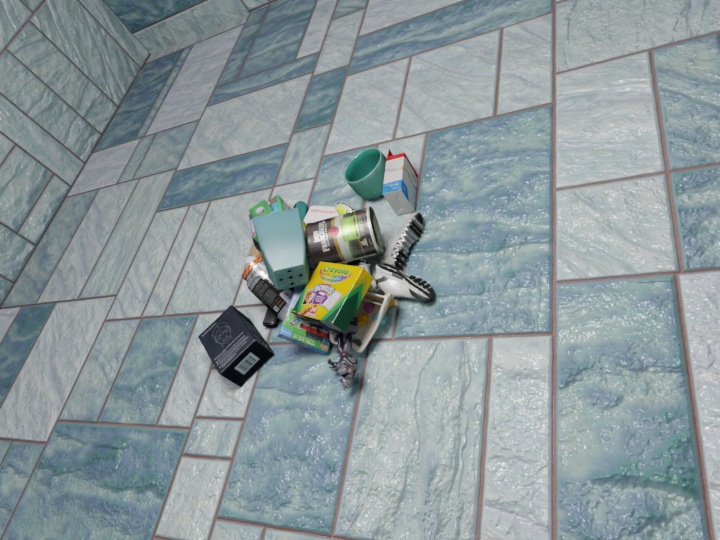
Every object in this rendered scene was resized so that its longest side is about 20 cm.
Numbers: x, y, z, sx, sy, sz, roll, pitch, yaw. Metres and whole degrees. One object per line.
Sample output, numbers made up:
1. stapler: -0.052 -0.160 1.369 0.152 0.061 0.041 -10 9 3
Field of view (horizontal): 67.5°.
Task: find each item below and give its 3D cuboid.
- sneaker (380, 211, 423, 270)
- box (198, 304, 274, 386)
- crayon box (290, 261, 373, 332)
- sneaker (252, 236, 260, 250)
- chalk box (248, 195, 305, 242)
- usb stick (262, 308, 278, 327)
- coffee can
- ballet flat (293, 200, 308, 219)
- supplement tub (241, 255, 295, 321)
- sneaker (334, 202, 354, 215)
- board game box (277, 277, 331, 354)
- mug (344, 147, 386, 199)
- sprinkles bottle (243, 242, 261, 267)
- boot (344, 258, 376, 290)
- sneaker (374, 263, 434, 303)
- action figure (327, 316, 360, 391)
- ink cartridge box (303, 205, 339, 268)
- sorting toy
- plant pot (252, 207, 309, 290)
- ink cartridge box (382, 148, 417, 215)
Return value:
1. sneaker: 0.125 -0.096 1.636 0.081 0.075 0.200 10 63 46
2. box: -0.391 0.233 1.685 0.148 0.107 0.200 -44 47 -3
3. crayon box: -0.080 0.068 1.485 0.200 0.058 0.173 8 64 50
4. sneaker: -0.307 -0.081 1.844 0.075 0.079 0.200 -26 66 -24
5. chalk box: -0.267 -0.140 1.702 0.125 0.200 0.124 -32 46 12
6. usb stick: -0.270 0.095 1.763 0.055 0.033 0.200 -4 56 31
7. coffee can: -0.046 -0.096 1.609 0.200 0.146 0.147 -14 51 11
8. ballet flat: -0.220 -0.153 1.895 0.073 0.073 0.200 -13 51 24
9. supplement tub: -0.264 0.054 1.667 0.200 0.123 0.123 43 84 4
10. sneaker: -0.020 -0.136 1.706 0.076 0.075 0.200 -44 74 2
11. board game box: -0.141 0.128 1.589 0.037 0.151 0.200 -46 24 58
12. mug: 0.042 -0.329 1.816 0.152 0.114 0.185 -6 51 40
13. sprinkles bottle: -0.351 -0.092 1.927 0.068 0.068 0.200 -2 57 31
14. boot: 0.000 0.000 1.611 0.090 0.073 0.200 -53 29 -16
15. sneaker: 0.123 0.050 1.539 0.200 0.074 0.080 29 114 33
16. action figure: -0.045 0.226 1.457 0.130 0.069 0.200 -30 57 50
17. ink cartridge box: -0.135 -0.110 1.793 0.145 0.084 0.200 8 63 36
18. sorting toy: -0.007 0.137 1.531 0.200 0.107 0.180 15 74 38
19. plant pot: -0.220 -0.051 1.566 0.141 0.142 0.200 -13 52 -8
20. ink cartridge box: 0.131 -0.294 1.740 0.067 0.116 0.200 -10 54 26
